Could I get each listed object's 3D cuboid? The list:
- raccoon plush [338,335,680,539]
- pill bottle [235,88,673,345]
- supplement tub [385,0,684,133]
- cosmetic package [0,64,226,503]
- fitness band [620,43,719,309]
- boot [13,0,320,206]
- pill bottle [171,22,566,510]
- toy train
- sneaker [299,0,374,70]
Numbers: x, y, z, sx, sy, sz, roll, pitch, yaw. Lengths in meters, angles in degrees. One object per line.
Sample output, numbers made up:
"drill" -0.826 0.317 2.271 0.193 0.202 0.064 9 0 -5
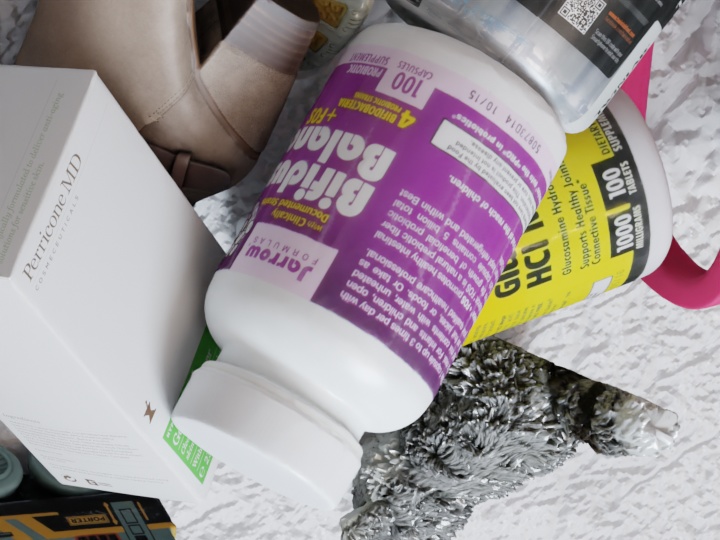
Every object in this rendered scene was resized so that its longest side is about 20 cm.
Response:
"raccoon plush" 0.063 0.105 1.207 0.097 0.200 0.134 27 86 -23
"pill bottle" 0.045 -0.019 1.152 0.200 0.112 0.113 -20 130 -17
"supplement tub" 0.111 -0.174 1.063 0.200 0.122 0.122 -53 132 1
"cosmetic package" -0.125 0.009 1.011 0.200 0.085 0.108 57 45 -53
"fitness band" 0.168 -0.076 1.163 0.037 0.144 0.200 -15 129 -24
"boot" -0.121 -0.103 1.028 0.200 0.070 0.146 35 118 -21
"pill bottle" 0.000 0.000 1.023 0.112 0.112 0.200 43 70 -43
"toy train" -0.181 0.141 1.133 0.200 0.114 0.085 -1 122 -30
"sneaker" -0.001 -0.176 1.038 0.088 0.076 0.200 -48 168 -45
